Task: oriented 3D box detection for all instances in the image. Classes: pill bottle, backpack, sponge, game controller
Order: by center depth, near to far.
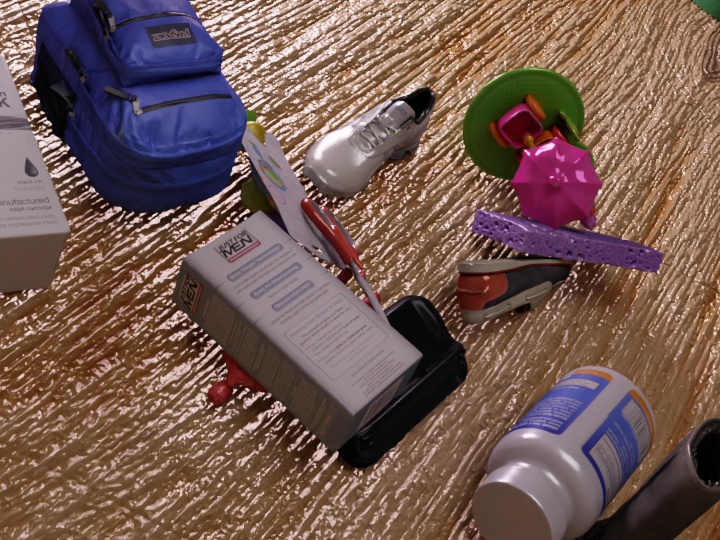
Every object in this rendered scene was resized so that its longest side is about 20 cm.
[{"bbox_3d":[-0.202,-0.163,1.001,0.162,0.168,0.201,-18,67,-29],"label":"backpack"},{"bbox_3d":[0.187,0.181,1.004,0.112,0.112,0.200,47,44,10],"label":"pill bottle"},{"bbox_3d":[0.028,0.099,1.014,0.105,0.042,0.200,52,44,4],"label":"game controller"},{"bbox_3d":[0.237,-0.032,1.233,0.199,0.030,0.111,9,9,-28],"label":"sponge"}]

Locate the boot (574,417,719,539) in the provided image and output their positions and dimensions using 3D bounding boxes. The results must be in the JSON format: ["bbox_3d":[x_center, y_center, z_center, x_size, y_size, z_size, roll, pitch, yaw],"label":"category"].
[{"bbox_3d":[0.242,0.235,0.928,0.072,0.200,0.182,39,43,-2],"label":"boot"}]

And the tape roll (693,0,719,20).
[{"bbox_3d":[0.661,-0.529,1.971,0.199,0.048,0.202,18,47,-20],"label":"tape roll"}]

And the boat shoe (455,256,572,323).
[{"bbox_3d":[0.168,0.017,1.167,0.199,0.071,0.063,-6,94,-52],"label":"boat shoe"}]

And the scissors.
[{"bbox_3d":[0.000,0.000,1.019,0.200,0.014,0.073,55,10,35],"label":"scissors"}]

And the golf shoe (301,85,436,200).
[{"bbox_3d":[0.013,-0.151,1.182,0.078,0.097,0.200,44,45,5],"label":"golf shoe"}]

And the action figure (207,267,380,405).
[{"bbox_3d":[-0.065,0.066,0.981,0.065,0.052,0.200,44,46,14],"label":"action figure"}]

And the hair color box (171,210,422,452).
[{"bbox_3d":[-0.056,0.048,0.927,0.200,0.061,0.099,41,48,15],"label":"hair color box"}]

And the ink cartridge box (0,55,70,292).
[{"bbox_3d":[-0.345,-0.082,0.893,0.143,0.084,0.201,-8,58,-37],"label":"ink cartridge box"}]

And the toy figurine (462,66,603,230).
[{"bbox_3d":[0.221,-0.107,1.229,0.200,0.150,0.185,43,21,-32],"label":"toy figurine"}]

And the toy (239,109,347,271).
[{"bbox_3d":[-0.090,-0.077,1.073,0.115,0.047,0.201,32,27,-55],"label":"toy"}]
